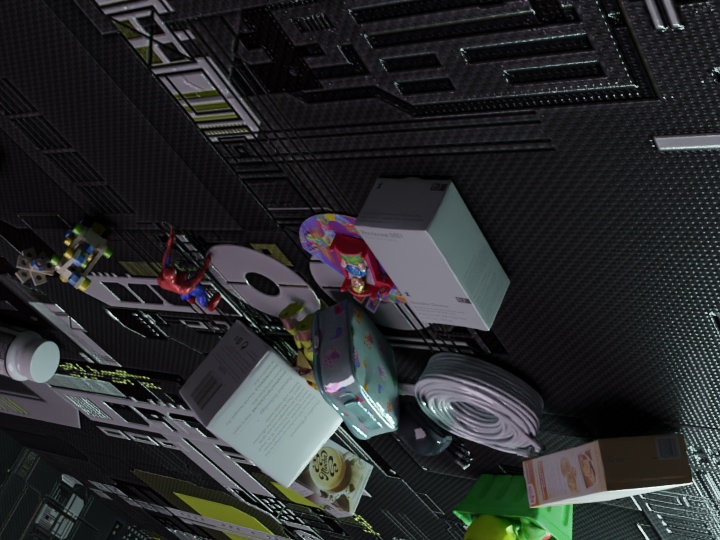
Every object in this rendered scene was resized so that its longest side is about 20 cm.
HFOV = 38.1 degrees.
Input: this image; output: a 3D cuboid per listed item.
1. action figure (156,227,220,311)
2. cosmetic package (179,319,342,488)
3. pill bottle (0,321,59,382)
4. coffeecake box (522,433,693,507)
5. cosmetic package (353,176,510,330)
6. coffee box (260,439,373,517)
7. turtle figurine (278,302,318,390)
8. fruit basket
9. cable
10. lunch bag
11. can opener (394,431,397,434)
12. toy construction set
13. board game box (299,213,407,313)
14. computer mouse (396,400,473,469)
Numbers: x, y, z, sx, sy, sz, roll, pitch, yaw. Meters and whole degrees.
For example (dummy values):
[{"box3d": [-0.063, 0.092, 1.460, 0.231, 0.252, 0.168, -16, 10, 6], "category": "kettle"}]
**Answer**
[{"box3d": [-0.266, 0.000, 1.645, 0.064, 0.100, 0.200, 17, 174, 10], "category": "action figure"}, {"box3d": [-0.167, 0.224, 1.771, 0.200, 0.167, 0.167, 43, 173, -30], "category": "cosmetic package"}, {"box3d": [-0.782, 0.182, 2.343, 0.197, 0.117, 0.117, 13, 151, 24], "category": "pill bottle"}, {"box3d": [0.355, 0.293, 1.519, 0.151, 0.074, 0.200, 0, 162, -24], "category": "coffeecake box"}, {"box3d": [0.090, -0.020, 1.267, 0.112, 0.082, 0.200, 4, 147, 39], "category": "cosmetic package"}, {"box3d": [-0.088, 0.404, 2.126, 0.199, 0.114, 0.080, 33, 152, -15], "category": "coffee box"}, {"box3d": [-0.083, 0.133, 1.659, 0.200, 0.064, 0.163, -127, 17, -56], "category": "turtle figurine"}, {"box3d": [0.256, 0.466, 1.840, 0.155, 0.217, 0.214, 41, 149, -28], "category": "fruit basket"}, {"box3d": [0.180, 0.199, 1.584, 0.198, 0.070, 0.201, 7, 147, 36], "category": "cable"}, {"box3d": [-0.008, 0.151, 1.551, 0.076, 0.162, 0.200, -16, 140, 19], "category": "lunch bag"}, {"box3d": [0.047, 0.233, 1.778, 0.052, 0.067, 0.200, 19, 161, 17], "category": "can opener"}, {"box3d": [-0.476, -0.019, 1.705, 0.198, 0.132, 0.092, -4, 140, 45], "category": "toy construction set"}, {"box3d": [0.000, 0.000, 1.422, 0.199, 0.039, 0.158, 35, 152, -17], "category": "board game box"}, {"box3d": [0.102, 0.261, 1.656, 0.139, 0.053, 0.200, 47, -175, 22], "category": "computer mouse"}]
